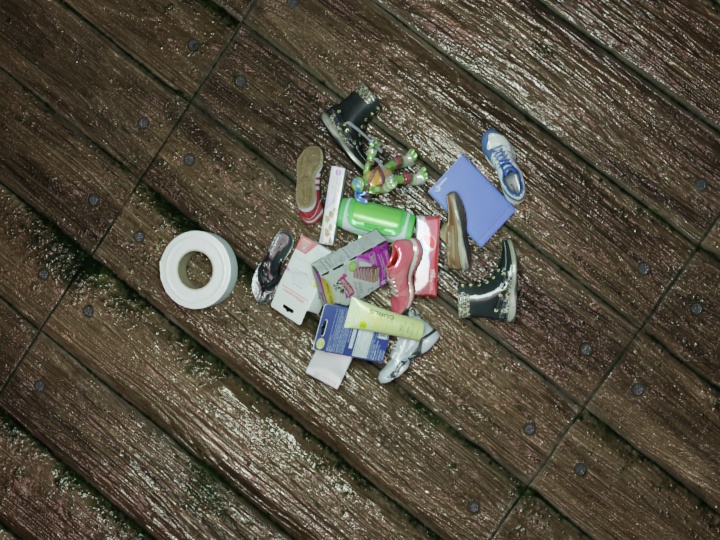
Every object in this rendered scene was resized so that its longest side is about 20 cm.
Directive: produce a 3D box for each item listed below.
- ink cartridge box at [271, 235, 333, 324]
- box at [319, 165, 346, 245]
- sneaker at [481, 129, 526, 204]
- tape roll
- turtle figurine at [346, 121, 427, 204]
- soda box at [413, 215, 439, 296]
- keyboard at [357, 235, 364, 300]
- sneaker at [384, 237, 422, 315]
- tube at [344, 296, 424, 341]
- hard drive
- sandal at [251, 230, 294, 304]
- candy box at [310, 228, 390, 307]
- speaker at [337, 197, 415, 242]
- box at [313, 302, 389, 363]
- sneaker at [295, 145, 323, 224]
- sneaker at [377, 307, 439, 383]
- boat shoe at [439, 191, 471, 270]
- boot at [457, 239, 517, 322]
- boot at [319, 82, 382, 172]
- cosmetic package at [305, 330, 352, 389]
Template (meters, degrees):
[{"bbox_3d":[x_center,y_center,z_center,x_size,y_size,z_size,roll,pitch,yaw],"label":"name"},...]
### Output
[{"bbox_3d":[-0.140,0.030,1.758,0.115,0.067,0.204,28,93,27],"label":"ink cartridge box"},{"bbox_3d":[-0.072,-0.169,1.780,0.037,0.041,0.207,10,92,5],"label":"box"},{"bbox_3d":[0.371,-0.270,1.712,0.074,0.088,0.204,-27,87,7],"label":"sneaker"},{"bbox_3d":[-0.431,-0.002,1.801,0.196,0.071,0.210,0,91,5],"label":"tape roll"},{"bbox_3d":[0.073,-0.265,1.680,0.189,0.143,0.206,-14,117,-27],"label":"turtle figurine"},{"bbox_3d":[0.170,-0.037,1.742,0.061,0.070,0.207,2,91,4],"label":"soda box"},{"bbox_3d":[0.000,0.000,1.791,0.055,0.011,0.206,14,92,11],"label":"keyboard"},{"bbox_3d":[0.092,0.015,1.703,0.085,0.073,0.207,2,103,-31],"label":"sneaker"},{"bbox_3d":[0.060,0.128,1.673,0.194,0.052,0.059,16,56,-11],"label":"tube"},{"bbox_3d":[0.288,-0.180,1.751,0.132,0.025,0.200,-45,87,5],"label":"hard drive"},{"bbox_3d":[-0.239,-0.010,1.793,0.074,0.048,0.206,22,92,5],"label":"sandal"},{"bbox_3d":[-0.017,0.005,1.698,0.196,0.061,0.139,-28,133,-16],"label":"candy box"},{"bbox_3d":[0.042,-0.128,1.747,0.194,0.088,0.091,14,92,5],"label":"speaker"},{"bbox_3d":[-0.019,0.155,1.694,0.195,0.032,0.125,14,98,-24],"label":"box"},{"bbox_3d":[-0.130,-0.219,1.779,0.069,0.113,0.205,3,61,7],"label":"sneaker"},{"bbox_3d":[0.101,0.192,1.751,0.199,0.075,0.116,-41,86,-1],"label":"sneaker"},{"bbox_3d":[0.234,-0.097,1.721,0.070,0.076,0.206,-4,102,24],"label":"boat shoe"},{"bbox_3d":[0.322,0.027,1.721,0.149,0.073,0.211,0,90,8],"label":"boot"},{"bbox_3d":[0.006,-0.368,1.755,0.153,0.073,0.205,-39,88,2],"label":"boot"},{"bbox_3d":[-0.056,0.194,1.763,0.099,0.074,0.205,25,93,3],"label":"cosmetic package"}]
